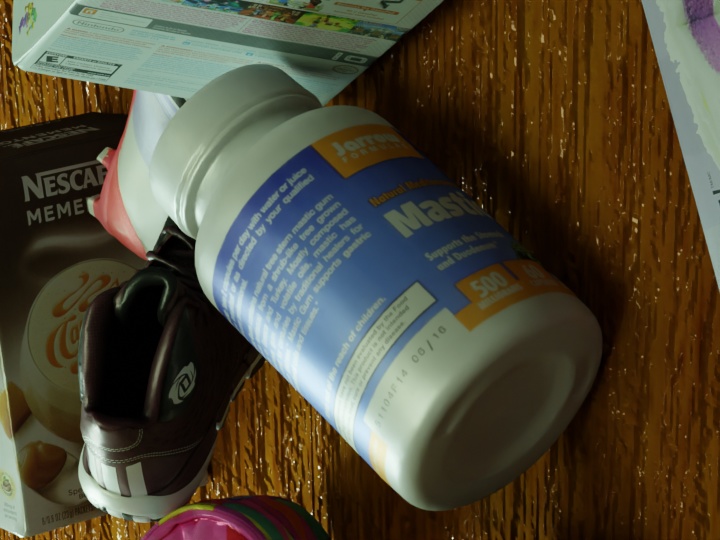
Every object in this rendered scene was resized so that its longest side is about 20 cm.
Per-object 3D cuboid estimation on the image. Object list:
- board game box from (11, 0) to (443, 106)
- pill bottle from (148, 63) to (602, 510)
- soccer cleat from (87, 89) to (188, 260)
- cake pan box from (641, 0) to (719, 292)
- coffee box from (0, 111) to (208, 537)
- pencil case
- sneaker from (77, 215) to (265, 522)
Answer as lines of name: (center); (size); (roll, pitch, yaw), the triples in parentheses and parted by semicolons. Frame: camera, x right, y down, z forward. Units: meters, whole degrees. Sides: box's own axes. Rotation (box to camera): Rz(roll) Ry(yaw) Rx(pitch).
board game box: (-0.049, -0.138, 1.270); (0.200, 0.147, 0.064); (146, 127, -59)
pill bottle: (0.000, 0.000, 1.267); (0.200, 0.112, 0.112); (45, 139, 29)
soccer cleat: (-0.082, -0.087, 1.449); (0.076, 0.067, 0.200); (29, 128, 18)
cake pan box: (0.187, -0.033, 1.026); (0.184, 0.052, 0.200); (-13, 92, 62)
coffee box: (-0.159, 0.026, 1.563); (0.080, 0.114, 0.200); (14, 115, 57)
pencil case: (-0.059, 0.151, 1.395); (0.200, 0.088, 0.089); (4, -110, -83)
sneaker: (-0.076, 0.008, 1.353); (0.076, 0.200, 0.116); (13, 152, 11)
